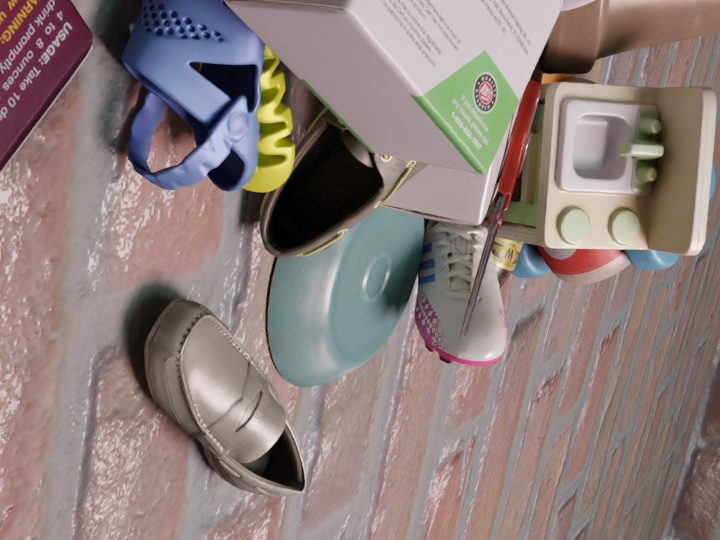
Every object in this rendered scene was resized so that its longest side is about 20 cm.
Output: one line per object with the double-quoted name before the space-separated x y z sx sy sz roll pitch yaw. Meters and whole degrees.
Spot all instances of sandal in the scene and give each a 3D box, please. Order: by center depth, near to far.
"sandal" -0.084 -0.119 0.579 0.087 0.079 0.202 -27 128 -33

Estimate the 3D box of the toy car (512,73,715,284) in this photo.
"toy car" 0.213 -0.110 1.117 0.177 0.183 0.201 -52 119 -32

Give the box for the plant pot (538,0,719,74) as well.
"plant pot" 0.237 -0.263 0.926 0.200 0.173 0.203 1 90 -85

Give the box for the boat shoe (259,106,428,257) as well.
"boat shoe" 0.007 -0.078 0.696 0.202 0.072 0.060 -46 180 35

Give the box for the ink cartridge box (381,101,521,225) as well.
"ink cartridge box" 0.075 -0.132 0.812 0.200 0.084 0.147 -56 157 -68

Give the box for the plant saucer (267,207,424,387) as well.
"plant saucer" 0.000 0.000 0.866 0.200 0.036 0.202 -43 142 -45

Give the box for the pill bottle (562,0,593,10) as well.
"pill bottle" 0.129 -0.289 0.759 0.201 0.112 0.112 56 49 -17

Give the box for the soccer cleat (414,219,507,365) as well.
"soccer cleat" 0.077 0.001 0.913 0.200 0.069 0.087 -100 -167 -65

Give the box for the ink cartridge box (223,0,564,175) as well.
"ink cartridge box" 0.042 -0.174 0.569 0.146 0.084 0.201 41 70 -47

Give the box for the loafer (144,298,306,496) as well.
"loafer" -0.080 0.087 0.727 0.070 0.069 0.201 -59 152 -23

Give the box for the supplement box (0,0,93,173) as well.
"supplement box" -0.188 -0.108 0.315 0.104 0.130 0.200 -59 151 -19

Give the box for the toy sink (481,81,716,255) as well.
"toy sink" 0.180 -0.086 0.925 0.111 0.200 0.132 0 98 -21

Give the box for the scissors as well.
"scissors" 0.095 -0.049 0.768 0.074 0.014 0.201 97 13 -49

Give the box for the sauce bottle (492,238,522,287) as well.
"sauce bottle" 0.120 -0.028 1.051 0.066 0.065 0.202 15 93 -64
